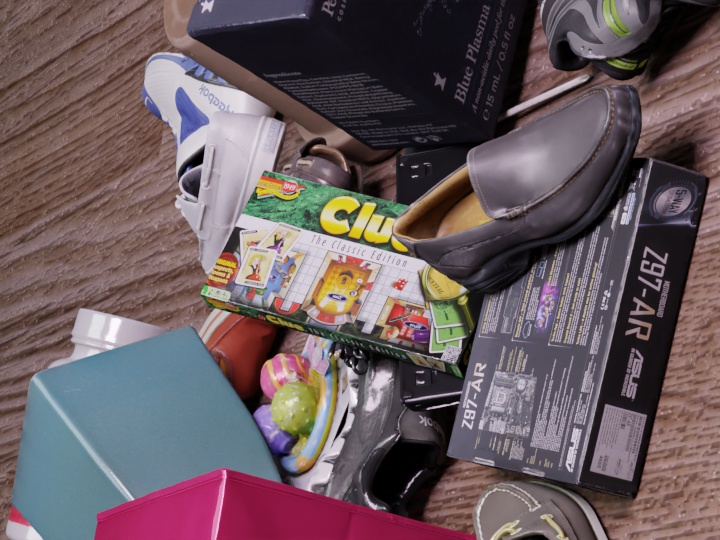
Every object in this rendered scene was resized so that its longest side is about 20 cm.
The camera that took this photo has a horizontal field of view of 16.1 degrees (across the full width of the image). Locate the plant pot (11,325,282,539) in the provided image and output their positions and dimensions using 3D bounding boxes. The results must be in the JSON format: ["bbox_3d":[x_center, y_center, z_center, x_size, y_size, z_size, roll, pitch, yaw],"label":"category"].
[{"bbox_3d":[-0.141,0.171,1.862,0.200,0.141,0.141,49,141,34],"label":"plant pot"}]

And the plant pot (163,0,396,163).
[{"bbox_3d":[-0.045,-0.197,1.885,0.200,0.175,0.200,-41,41,48],"label":"plant pot"}]

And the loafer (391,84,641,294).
[{"bbox_3d":[0.096,-0.052,1.547,0.200,0.072,0.073,-45,37,43],"label":"loafer"}]

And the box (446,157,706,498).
[{"bbox_3d":[0.130,0.031,1.565,0.160,0.044,0.200,3,79,63],"label":"box"}]

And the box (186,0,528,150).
[{"bbox_3d":[0.011,-0.210,1.709,0.117,0.200,0.197,-1,68,44],"label":"box"}]

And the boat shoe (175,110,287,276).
[{"bbox_3d":[-0.110,-0.059,2.001,0.200,0.068,0.072,114,174,-62],"label":"boat shoe"}]

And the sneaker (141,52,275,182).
[{"bbox_3d":[-0.132,-0.118,2.112,0.199,0.081,0.115,0,74,61],"label":"sneaker"}]

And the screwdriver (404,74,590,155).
[{"bbox_3d":[0.090,-0.105,1.735,0.200,0.029,0.028,-27,53,57],"label":"screwdriver"}]

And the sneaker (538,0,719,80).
[{"bbox_3d":[0.176,-0.161,1.569,0.200,0.071,0.083,-8,83,63],"label":"sneaker"}]

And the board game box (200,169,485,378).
[{"bbox_3d":[0.000,0.000,1.700,0.200,0.023,0.105,14,64,27],"label":"board game box"}]

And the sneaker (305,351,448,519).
[{"bbox_3d":[0.029,0.093,1.711,0.090,0.066,0.200,4,72,48],"label":"sneaker"}]

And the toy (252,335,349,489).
[{"bbox_3d":[-0.045,0.085,1.868,0.200,0.047,0.115,-65,22,14],"label":"toy"}]

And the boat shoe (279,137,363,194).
[{"bbox_3d":[-0.028,-0.054,1.868,0.073,0.074,0.200,-56,9,2],"label":"boat shoe"}]

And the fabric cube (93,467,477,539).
[{"bbox_3d":[-0.061,0.260,1.643,0.196,0.200,0.199,-27,51,57],"label":"fabric cube"}]

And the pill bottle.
[{"bbox_3d":[-0.218,0.137,2.107,0.111,0.111,0.200,6,82,63],"label":"pill bottle"}]

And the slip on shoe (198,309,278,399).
[{"bbox_3d":[-0.096,0.068,1.974,0.061,0.074,0.200,50,121,18],"label":"slip on shoe"}]

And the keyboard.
[{"bbox_3d":[0.040,0.005,1.707,0.127,0.021,0.200,-9,56,14],"label":"keyboard"}]

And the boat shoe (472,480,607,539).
[{"bbox_3d":[0.110,0.177,1.508,0.072,0.060,0.202,-67,27,14],"label":"boat shoe"}]
